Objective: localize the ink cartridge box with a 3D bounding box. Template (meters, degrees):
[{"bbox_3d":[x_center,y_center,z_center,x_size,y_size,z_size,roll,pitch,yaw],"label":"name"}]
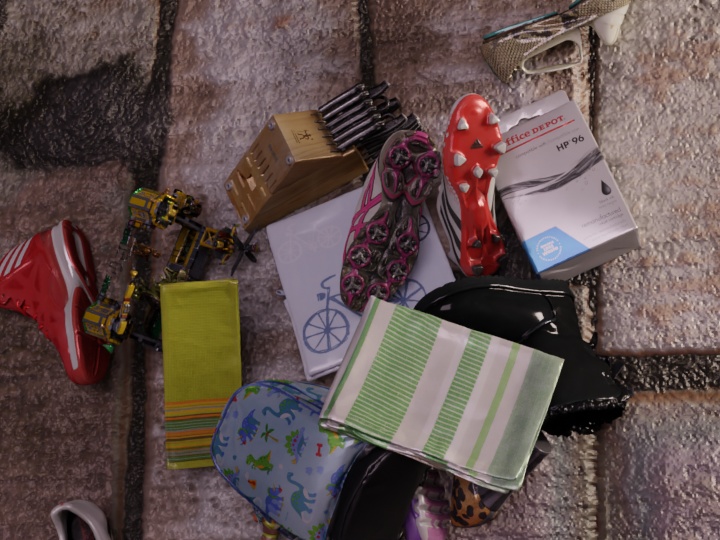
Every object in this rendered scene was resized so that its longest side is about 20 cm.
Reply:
[{"bbox_3d":[0.201,-0.097,1.732,0.116,0.068,0.200,-25,70,6],"label":"ink cartridge box"}]

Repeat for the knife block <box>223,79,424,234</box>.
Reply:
[{"bbox_3d":[-0.034,-0.127,1.811,0.175,0.200,0.064,-9,63,-37],"label":"knife block"}]

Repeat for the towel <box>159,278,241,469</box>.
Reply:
[{"bbox_3d":[-0.165,0.110,1.725,0.086,0.018,0.200,-5,101,-21],"label":"towel"}]

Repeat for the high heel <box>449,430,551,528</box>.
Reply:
[{"bbox_3d":[0.107,0.159,1.695,0.143,0.071,0.200,-51,44,27],"label":"high heel"}]

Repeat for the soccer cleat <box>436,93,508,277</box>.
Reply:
[{"bbox_3d":[0.109,-0.088,1.703,0.069,0.085,0.200,-17,113,-22],"label":"soccer cleat"}]

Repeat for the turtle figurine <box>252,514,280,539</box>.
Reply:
[{"bbox_3d":[-0.112,0.318,1.693,0.161,0.064,0.200,-14,60,14],"label":"turtle figurine"}]

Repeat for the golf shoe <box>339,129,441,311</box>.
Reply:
[{"bbox_3d":[0.028,-0.051,1.743,0.073,0.092,0.200,21,90,-13],"label":"golf shoe"}]

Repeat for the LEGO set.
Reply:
[{"bbox_3d":[-0.190,0.015,1.748,0.116,0.154,0.200,16,75,35],"label":"LEGO set"}]

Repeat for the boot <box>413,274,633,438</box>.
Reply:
[{"bbox_3d":[0.164,0.088,1.639,0.198,0.073,0.163,-1,54,-29],"label":"boot"}]

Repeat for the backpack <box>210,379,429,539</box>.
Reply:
[{"bbox_3d":[-0.051,0.186,1.632,0.200,0.154,0.163,39,110,45],"label":"backpack"}]

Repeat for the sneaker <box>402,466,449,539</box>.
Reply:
[{"bbox_3d":[0.026,0.201,1.690,0.088,0.080,0.200,-25,65,13],"label":"sneaker"}]

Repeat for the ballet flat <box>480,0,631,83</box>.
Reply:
[{"bbox_3d":[0.230,-0.262,1.781,0.200,0.068,0.075,-27,92,11],"label":"ballet flat"}]

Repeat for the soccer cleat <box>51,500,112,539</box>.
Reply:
[{"bbox_3d":[-0.270,0.330,1.709,0.069,0.085,0.200,-25,70,6],"label":"soccer cleat"}]

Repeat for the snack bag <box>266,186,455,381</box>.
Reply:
[{"bbox_3d":[0.000,0.000,1.774,0.188,0.021,0.200,-23,63,7],"label":"snack bag"}]

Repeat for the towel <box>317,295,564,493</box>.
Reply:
[{"bbox_3d":[0.077,0.115,1.564,0.200,0.023,0.153,18,63,8],"label":"towel"}]

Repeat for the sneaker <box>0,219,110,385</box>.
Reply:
[{"bbox_3d":[-0.349,0.051,1.833,0.115,0.078,0.200,-22,58,16],"label":"sneaker"}]
